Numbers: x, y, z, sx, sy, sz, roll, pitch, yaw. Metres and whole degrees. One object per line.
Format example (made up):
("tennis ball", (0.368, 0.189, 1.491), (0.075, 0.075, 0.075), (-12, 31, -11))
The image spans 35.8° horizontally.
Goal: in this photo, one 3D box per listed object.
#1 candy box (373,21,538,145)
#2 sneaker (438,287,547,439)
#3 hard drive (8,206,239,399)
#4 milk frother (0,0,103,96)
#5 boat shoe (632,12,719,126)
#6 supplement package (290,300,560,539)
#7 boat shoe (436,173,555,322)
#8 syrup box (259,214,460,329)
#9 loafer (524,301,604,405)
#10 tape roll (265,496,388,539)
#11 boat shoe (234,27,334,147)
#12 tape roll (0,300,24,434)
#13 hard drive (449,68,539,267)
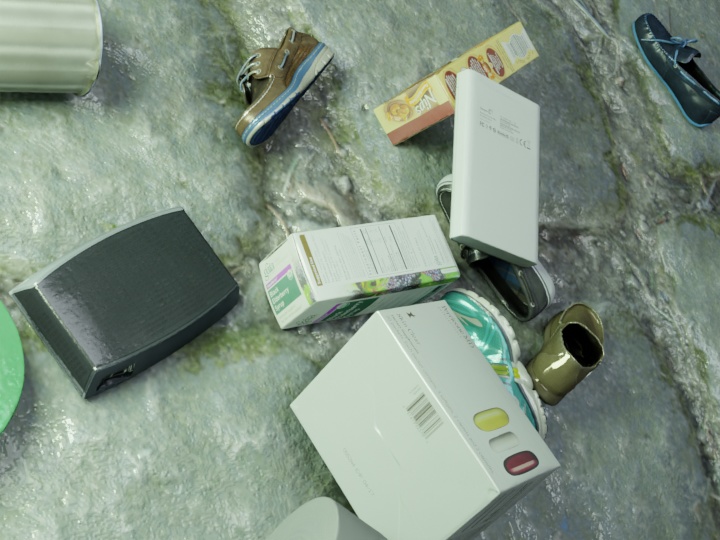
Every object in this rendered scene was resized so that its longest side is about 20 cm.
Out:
("candy box", (0.120, -0.233, 1.378), (0.200, 0.115, 0.055), (-37, 99, -42))
("sneaker", (0.137, 0.112, 1.232), (0.079, 0.078, 0.201), (-18, 76, -30))
("hard drive", (-0.215, 0.020, 1.060), (0.200, 0.042, 0.135), (-33, 86, -41))
("milk frother", (-0.344, -0.272, 1.034), (0.188, 0.200, 0.181), (-7, 65, -37))
("boat shoe", (0.502, -0.321, 1.722), (0.084, 0.069, 0.200), (-34, 86, -41))
("supplement package", (0.058, 0.156, 1.059), (0.111, 0.156, 0.200), (-7, 56, -51))
("boat shoe", (0.151, -0.022, 1.323), (0.200, 0.070, 0.066), (54, 47, -7))
("syrup box", (0.000, 0.000, 1.194), (0.199, 0.079, 0.082), (-10, 71, -38))
("loafer", (0.254, 0.091, 1.305), (0.076, 0.067, 0.200), (48, 34, -3))
("tape roll", (-0.055, 0.289, 0.914), (0.066, 0.200, 0.201), (37, 50, -14))
("boat shoe", (-0.101, -0.210, 1.256), (0.072, 0.072, 0.200), (37, 40, -5))
("tape roll", (-0.380, 0.080, 0.912), (0.200, 0.048, 0.201), (16, 56, -26))
("hard drive", (0.158, -0.116, 1.284), (0.132, 0.026, 0.201), (18, 68, -39))
